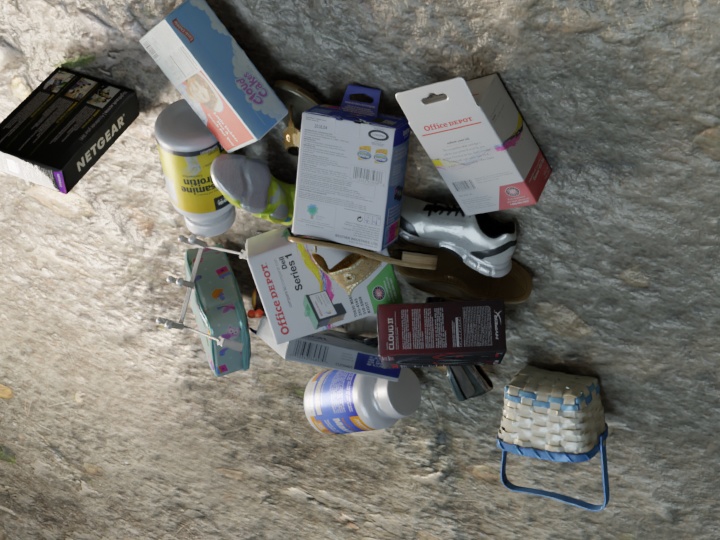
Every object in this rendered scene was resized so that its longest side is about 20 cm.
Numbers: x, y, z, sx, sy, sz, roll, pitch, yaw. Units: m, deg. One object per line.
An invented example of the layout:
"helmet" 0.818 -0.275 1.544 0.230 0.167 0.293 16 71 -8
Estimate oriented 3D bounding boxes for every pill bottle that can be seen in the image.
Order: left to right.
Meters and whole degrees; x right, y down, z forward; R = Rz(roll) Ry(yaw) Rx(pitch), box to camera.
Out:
"pill bottle" -0.237 -0.149 1.738 0.111 0.113 0.202 18 141 19
"pill bottle" 0.005 0.215 1.971 0.198 0.113 0.112 -14 124 46

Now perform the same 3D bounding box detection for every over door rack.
"over door rack" -0.240 0.027 1.783 0.066 0.150 0.199 17 177 -42

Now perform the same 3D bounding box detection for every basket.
"basket" 0.294 0.256 1.761 0.174 0.139 0.203 9 107 29

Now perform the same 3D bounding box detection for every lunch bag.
"lunch bag" -0.236 0.065 1.930 0.076 0.201 0.162 -14 139 -11

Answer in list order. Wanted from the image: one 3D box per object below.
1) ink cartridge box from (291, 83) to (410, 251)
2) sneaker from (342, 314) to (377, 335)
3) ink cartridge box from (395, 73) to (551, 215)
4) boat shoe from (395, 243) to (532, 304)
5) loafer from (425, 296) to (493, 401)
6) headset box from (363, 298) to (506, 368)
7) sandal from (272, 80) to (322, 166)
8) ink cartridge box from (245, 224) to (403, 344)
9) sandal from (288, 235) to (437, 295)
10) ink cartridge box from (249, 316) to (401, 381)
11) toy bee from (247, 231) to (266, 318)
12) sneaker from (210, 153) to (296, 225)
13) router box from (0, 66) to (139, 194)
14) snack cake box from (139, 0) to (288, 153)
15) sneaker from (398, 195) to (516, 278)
"ink cartridge box" -0.010 -0.141 1.555 0.134 0.076 0.203 12 111 16
"sneaker" 0.005 0.023 1.798 0.098 0.079 0.201 2 143 26
"ink cartridge box" 0.143 -0.171 1.467 0.115 0.068 0.201 -7 130 41
"boat shoe" 0.149 0.009 1.674 0.197 0.075 0.069 15 162 12
"loafer" 0.153 0.116 1.796 0.062 0.072 0.202 -11 127 17
"headset box" 0.104 0.092 1.654 0.196 0.076 0.149 -2 168 2
"sandal" -0.079 -0.177 1.637 0.079 0.054 0.202 12 139 25
"ink cartridge box" -0.053 0.003 1.687 0.197 0.084 0.147 -17 111 1
"sandal" 0.001 0.000 1.597 0.208 0.071 0.078 7 -176 -9
"ink cartridge box" -0.057 0.115 1.830 0.197 0.041 0.200 13 -176 -24
"toy bee" -0.141 0.055 1.903 0.200 0.109 0.131 42 145 -13
"sneaker" -0.152 -0.110 1.713 0.199 0.077 0.104 28 167 -33
"router box" -0.447 -0.213 1.747 0.147 0.201 0.051 19 140 17
"snack cake box" -0.199 -0.264 1.581 0.201 0.067 0.115 52 154 -15
"sneaker" 0.127 -0.067 1.608 0.197 0.074 0.081 22 132 5
